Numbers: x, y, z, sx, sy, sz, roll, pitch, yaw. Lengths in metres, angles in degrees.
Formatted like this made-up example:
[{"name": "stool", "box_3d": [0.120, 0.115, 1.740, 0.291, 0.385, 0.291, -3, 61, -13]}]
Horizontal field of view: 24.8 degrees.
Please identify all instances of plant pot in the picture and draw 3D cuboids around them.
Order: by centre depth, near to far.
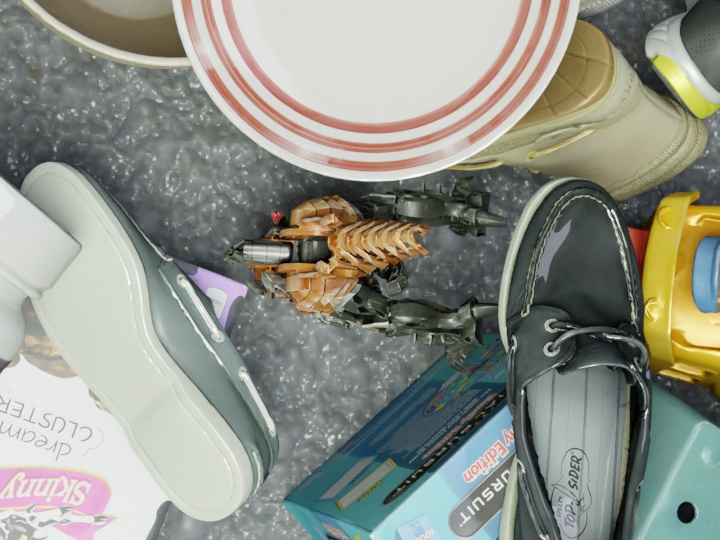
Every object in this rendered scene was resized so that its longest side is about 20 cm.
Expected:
[{"name": "plant pot", "box_3d": [0.158, 0.139, 0.894, 0.141, 0.200, 0.142, 32, 80, -11]}]

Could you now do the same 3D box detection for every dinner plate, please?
[{"name": "dinner plate", "box_3d": [0.007, -0.144, 0.791, 0.199, 0.024, 0.202, 0, 95, 4]}]

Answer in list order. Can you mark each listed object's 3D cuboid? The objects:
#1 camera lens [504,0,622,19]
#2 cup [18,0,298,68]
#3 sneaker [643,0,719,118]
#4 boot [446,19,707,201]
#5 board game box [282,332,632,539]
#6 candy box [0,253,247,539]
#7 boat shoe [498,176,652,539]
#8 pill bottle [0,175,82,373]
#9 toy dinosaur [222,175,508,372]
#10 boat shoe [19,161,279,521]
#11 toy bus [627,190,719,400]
[{"name": "camera lens", "box_3d": [0.096, -0.216, 0.886, 0.159, 0.200, 0.161, 1, 97, 11]}, {"name": "cup", "box_3d": [-0.113, -0.196, 0.872, 0.199, 0.143, 0.202, 1, 87, -15]}, {"name": "sneaker", "box_3d": [0.234, -0.151, 0.951, 0.075, 0.084, 0.200, 52, 37, -11]}, {"name": "boot", "box_3d": [0.084, -0.080, 0.943, 0.155, 0.199, 0.073, 19, 64, -53]}, {"name": "board game box", "box_3d": [0.048, 0.097, 0.867, 0.151, 0.200, 0.047, -41, 97, -13]}, {"name": "candy box", "box_3d": [-0.174, 0.074, 0.876, 0.167, 0.072, 0.201, 21, 81, -13]}, {"name": "boat shoe", "box_3d": [0.101, 0.054, 0.745, 0.074, 0.066, 0.201, 11, 84, -13]}, {"name": "pill bottle", "box_3d": [-0.231, 0.034, 0.769, 0.113, 0.113, 0.200, 40, 85, -9]}, {"name": "toy dinosaur", "box_3d": [0.000, 0.000, 0.858, 0.135, 0.200, 0.103, 6, 105, -16]}, {"name": "boat shoe", "box_3d": [-0.107, 0.031, 0.841, 0.201, 0.073, 0.062, 58, 32, 3]}, {"name": "toy bus", "box_3d": [0.203, 0.008, 0.919, 0.191, 0.200, 0.137, 12, 82, 1]}]
